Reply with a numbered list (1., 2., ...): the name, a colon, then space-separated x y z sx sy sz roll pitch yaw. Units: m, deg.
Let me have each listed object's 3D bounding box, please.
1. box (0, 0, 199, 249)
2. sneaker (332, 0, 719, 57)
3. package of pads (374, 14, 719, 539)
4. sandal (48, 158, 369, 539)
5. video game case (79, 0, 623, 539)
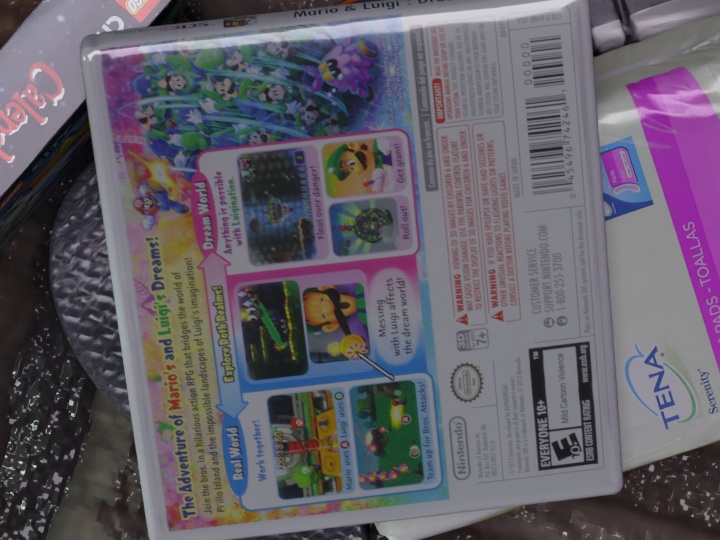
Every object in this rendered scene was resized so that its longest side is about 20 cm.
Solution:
1. box: -0.143 -0.039 1.091 0.038 0.137 0.200 41 90 0
2. sneaker: 0.049 -0.130 1.127 0.199 0.078 0.112 -11 86 -10
3. package of pads: 0.076 0.007 1.101 0.199 0.068 0.155 -18 112 3
4. sandal: -0.064 0.044 1.143 0.076 0.043 0.201 -24 100 8
5. video game case: 0.000 0.000 1.044 0.181 0.024 0.201 -6 112 -1
